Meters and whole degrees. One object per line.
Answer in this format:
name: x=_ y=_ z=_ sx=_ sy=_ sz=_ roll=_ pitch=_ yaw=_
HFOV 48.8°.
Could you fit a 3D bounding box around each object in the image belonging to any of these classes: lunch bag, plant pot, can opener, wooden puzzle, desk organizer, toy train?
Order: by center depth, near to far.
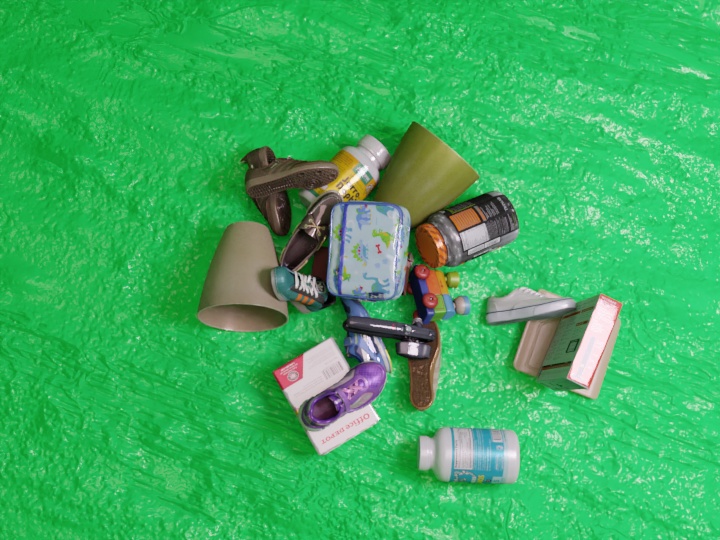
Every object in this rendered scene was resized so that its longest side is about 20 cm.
lunch bag: x=0.012 y=-0.039 z=1.593 sx=0.160 sy=0.082 sz=0.200 roll=7 pitch=94 yaw=18
can opener: x=0.062 y=0.125 z=1.629 sx=0.200 sy=0.063 sz=0.079 roll=17 pitch=57 yaw=-18
plant pot: x=-0.242 y=0.006 z=1.660 sx=0.187 sy=0.187 sz=0.200 roll=-1 pitch=69 yaw=-1
desk organizer: x=0.000 y=0.000 z=1.678 sx=0.200 sy=0.072 sz=0.077 roll=6 pitch=83 yaw=20
plant pot: x=0.119 y=-0.183 z=1.702 sx=0.187 sy=0.187 sz=0.200 roll=41 pitch=96 yaw=6
wooden puzzle: x=0.443 y=0.158 z=1.709 sx=0.200 sy=0.037 sz=0.185 roll=22 pitch=80 yaw=-2
toy train: x=0.160 y=0.016 z=1.713 sx=0.116 sy=0.085 sz=0.200 roll=-3 pitch=59 yaw=-18

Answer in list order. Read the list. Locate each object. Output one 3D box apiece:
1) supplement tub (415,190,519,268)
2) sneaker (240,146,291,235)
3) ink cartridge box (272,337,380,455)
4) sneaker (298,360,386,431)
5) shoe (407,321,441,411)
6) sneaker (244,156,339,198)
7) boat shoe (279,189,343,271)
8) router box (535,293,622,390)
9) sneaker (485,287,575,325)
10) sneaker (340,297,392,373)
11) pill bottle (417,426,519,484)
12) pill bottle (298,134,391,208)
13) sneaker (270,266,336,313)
supplement tub: x=0.223 y=-0.083 z=1.681 sx=0.200 sy=0.123 sz=0.123 roll=-22 pitch=81 yaw=-19
sneaker: x=-0.207 y=-0.167 z=1.739 sx=0.075 sy=0.070 sz=0.200 roll=-15 pitch=82 yaw=23
ink cartridge box: x=-0.072 y=0.262 z=1.653 sx=0.147 sy=0.086 sz=0.200 roll=-29 pitch=83 yaw=-6
sneaker: x=-0.032 y=0.249 z=1.570 sx=0.200 sy=0.088 sz=0.081 roll=-33 pitch=82 yaw=-9
shoe: x=0.134 y=0.201 z=1.686 sx=0.070 sy=0.053 sz=0.200 roll=2 pitch=68 yaw=14
sneaker: x=-0.146 y=-0.210 z=1.653 sx=0.200 sy=0.070 sz=0.076 roll=-10 pitch=58 yaw=3
boat shoe: x=-0.102 y=-0.077 z=1.639 sx=0.072 sy=0.060 sz=0.200 roll=36 pitch=104 yaw=-8
router box: x=0.433 y=0.148 z=1.589 sx=0.049 sy=0.200 sz=0.180 roll=26 pitch=80 yaw=0
sneaker: x=0.350 y=0.068 z=1.664 sx=0.200 sy=0.073 sz=0.071 roll=-11 pitch=74 yaw=32
sneaker: x=-0.005 y=0.139 z=1.683 sx=0.082 sy=0.074 sz=0.200 roll=-25 pitch=80 yaw=-3
pill bottle: x=0.218 y=0.377 z=1.625 sx=0.200 sy=0.111 sz=0.111 roll=3 pitch=80 yaw=0
pill bottle: x=-0.029 y=-0.196 z=1.721 sx=0.113 sy=0.113 sz=0.200 roll=44 pitch=82 yaw=6
sneaker: x=-0.114 y=0.033 z=1.621 sx=0.080 sy=0.200 sz=0.072 roll=-13 pitch=68 yaw=17
